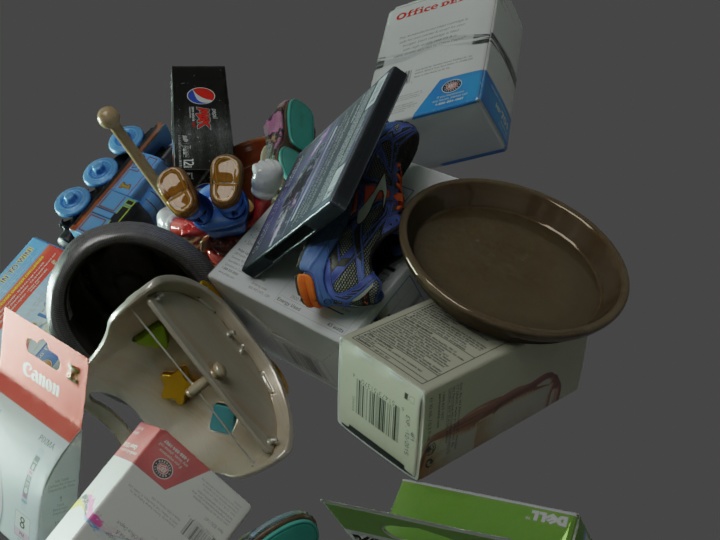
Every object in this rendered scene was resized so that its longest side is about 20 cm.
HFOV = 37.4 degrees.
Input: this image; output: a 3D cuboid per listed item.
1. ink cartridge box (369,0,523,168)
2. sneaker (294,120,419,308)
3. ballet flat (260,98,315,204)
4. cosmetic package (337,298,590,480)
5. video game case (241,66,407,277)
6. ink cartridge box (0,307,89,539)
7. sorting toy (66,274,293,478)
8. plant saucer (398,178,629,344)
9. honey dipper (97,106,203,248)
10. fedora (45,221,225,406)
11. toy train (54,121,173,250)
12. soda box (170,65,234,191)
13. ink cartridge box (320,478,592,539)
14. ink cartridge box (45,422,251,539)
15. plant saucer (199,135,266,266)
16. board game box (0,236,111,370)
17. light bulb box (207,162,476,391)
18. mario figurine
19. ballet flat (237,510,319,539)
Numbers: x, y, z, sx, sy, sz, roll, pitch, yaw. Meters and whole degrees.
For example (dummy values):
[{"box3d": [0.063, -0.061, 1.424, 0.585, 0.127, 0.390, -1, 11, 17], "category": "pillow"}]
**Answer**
[{"box3d": [0.094, -0.216, 1.185, 0.146, 0.086, 0.201, -11, 46, 29], "category": "ink cartridge box"}, {"box3d": [0.016, -0.045, 0.935, 0.078, 0.075, 0.201, 14, 64, 19], "category": "sneaker"}, {"box3d": [-0.082, -0.115, 1.177, 0.071, 0.069, 0.201, -44, 30, 26], "category": "ballet flat"}, {"box3d": [0.087, 0.079, 0.881, 0.199, 0.088, 0.103, -20, 36, -36], "category": "cosmetic package"}, {"box3d": [-0.035, -0.081, 0.932, 0.200, 0.019, 0.143, -33, 30, 59], "category": "video game case"}, {"box3d": [-0.334, 0.157, 1.039, 0.162, 0.201, 0.057, 22, 24, 39], "category": "ink cartridge box"}, {"box3d": [-0.183, 0.119, 1.013, 0.180, 0.200, 0.107, -34, 9, 18], "category": "sorting toy"}, {"box3d": [0.126, -0.008, 0.890, 0.199, 0.030, 0.201, 9, 40, -8], "category": "plant saucer"}, {"box3d": [-0.222, -0.097, 1.130, 0.038, 0.200, 0.038, -15, 47, 17], "category": "honey dipper"}, {"box3d": [-0.228, 0.036, 1.104, 0.177, 0.200, 0.090, -46, 19, 4], "category": "fedora"}, {"box3d": [-0.279, -0.091, 1.288, 0.114, 0.087, 0.200, 20, 61, 28], "category": "toy train"}, {"box3d": [-0.186, -0.158, 1.248, 0.070, 0.064, 0.201, -1, 46, -10], "category": "soda box"}, {"box3d": [0.081, 0.194, 0.767, 0.147, 0.200, 0.076, 5, 55, 30], "category": "ink cartridge box"}, {"box3d": [-0.204, 0.247, 0.920, 0.200, 0.117, 0.067, -52, 20, -20], "category": "ink cartridge box"}, {"box3d": [-0.127, -0.074, 1.226, 0.199, 0.032, 0.201, -14, 48, 16], "category": "plant saucer"}, {"box3d": [-0.364, 0.074, 1.205, 0.195, 0.056, 0.200, 19, 63, 38], "category": "board game box"}, {"box3d": [0.000, 0.000, 1.030, 0.198, 0.125, 0.200, 24, 65, 40], "category": "light bulb box"}, {"box3d": [-0.146, -0.073, 1.079, 0.123, 0.200, 0.106, 23, 78, 9], "category": "mario figurine"}, {"box3d": [-0.118, 0.277, 0.898, 0.074, 0.074, 0.200, 25, 63, 40], "category": "ballet flat"}]
